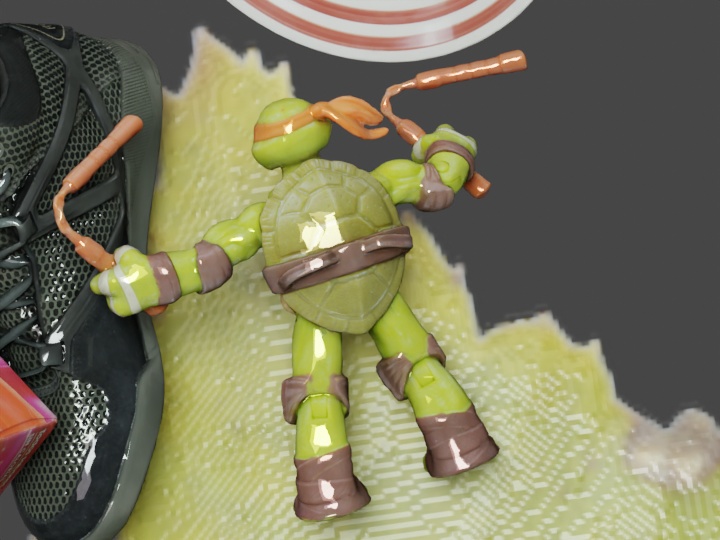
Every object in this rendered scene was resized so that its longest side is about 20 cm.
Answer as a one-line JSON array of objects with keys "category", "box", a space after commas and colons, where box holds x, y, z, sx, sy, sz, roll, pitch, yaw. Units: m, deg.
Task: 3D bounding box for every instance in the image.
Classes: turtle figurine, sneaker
[{"category": "turtle figurine", "box": [0.000, 0.000, 0.887, 0.200, 0.064, 0.162, -20, 93, -26]}, {"category": "sneaker", "box": [-0.129, 0.002, 0.891, 0.076, 0.114, 0.200, -7, 78, 39]}]

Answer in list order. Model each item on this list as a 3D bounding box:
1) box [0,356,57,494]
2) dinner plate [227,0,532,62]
[{"category": "box", "box": [-0.214, 0.093, 0.868, 0.100, 0.095, 0.200, 46, 117, 13]}, {"category": "dinner plate", "box": [-0.005, -0.172, 0.898, 0.200, 0.024, 0.201, 16, 127, 22]}]
